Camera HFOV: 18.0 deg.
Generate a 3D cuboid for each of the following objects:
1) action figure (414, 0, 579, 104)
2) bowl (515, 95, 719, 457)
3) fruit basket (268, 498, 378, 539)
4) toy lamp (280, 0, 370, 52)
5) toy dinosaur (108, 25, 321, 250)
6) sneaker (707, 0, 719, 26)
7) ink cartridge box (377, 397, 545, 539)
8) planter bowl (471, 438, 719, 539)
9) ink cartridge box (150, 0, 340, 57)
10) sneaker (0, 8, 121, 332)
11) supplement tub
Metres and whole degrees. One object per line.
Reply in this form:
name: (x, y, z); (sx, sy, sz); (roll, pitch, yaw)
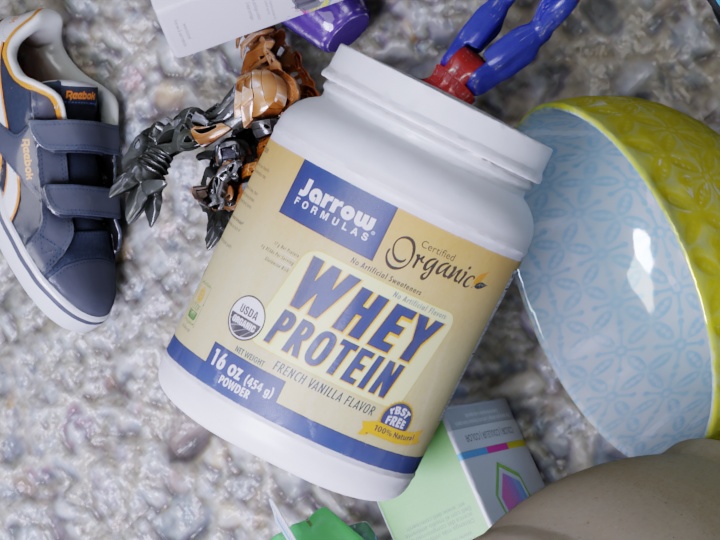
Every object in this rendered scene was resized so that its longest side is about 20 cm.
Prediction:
action figure: (0.070, -0.108, 1.276); (0.200, 0.099, 0.065); (-44, 69, -6)
bowl: (0.170, -0.007, 1.187); (0.108, 0.200, 0.200); (-21, 79, -20)
fruit basket: (0.017, 0.231, 1.223); (0.094, 0.185, 0.200); (-36, 60, -14)
toy lamp: (-0.068, -0.209, 1.333); (0.058, 0.058, 0.200); (-45, 74, 17)
toy dinosaur: (-0.057, -0.071, 1.302); (0.136, 0.200, 0.102); (-34, 119, 32)
sneaker: (0.261, -0.104, 1.174); (0.200, 0.082, 0.073); (30, 100, 20)
ink cartridge box: (0.079, 0.173, 1.241); (0.059, 0.104, 0.200); (-28, 79, 22)
planter bowl: (0.157, 0.168, 1.105); (0.200, 0.200, 0.135); (38, 61, 19)
ink cartridge box: (-0.031, -0.211, 1.265); (0.200, 0.068, 0.115); (-20, 71, -1)
sneaker: (-0.184, -0.065, 1.372); (0.079, 0.078, 0.200); (-30, 77, 26)
supplement tub: (0.000, 0.000, 1.156); (0.144, 0.144, 0.200); (28, 95, 21)
